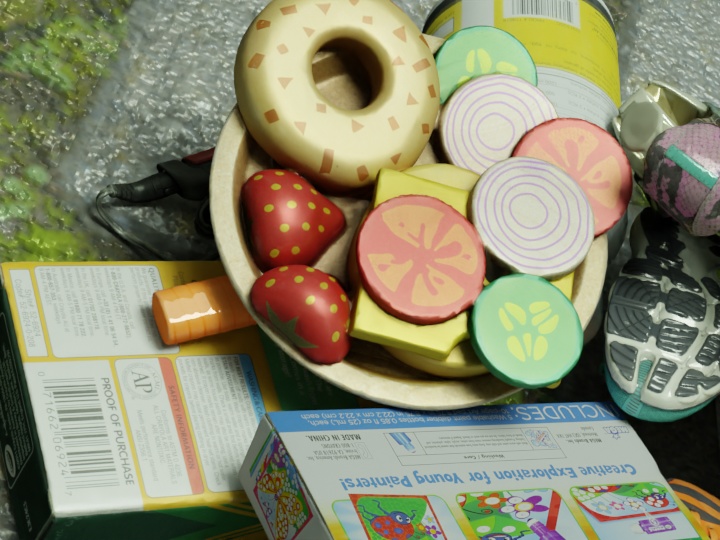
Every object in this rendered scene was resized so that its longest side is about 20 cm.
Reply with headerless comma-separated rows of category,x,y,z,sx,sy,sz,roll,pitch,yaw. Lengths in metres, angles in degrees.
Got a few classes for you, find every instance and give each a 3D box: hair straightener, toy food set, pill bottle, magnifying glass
hair straightener,-0.032,-0.048,0.921,0.198,0.041,0.077,-14,48,-5
toy food set,0.029,-0.032,0.855,0.197,0.049,0.201,14,62,-10
pill bottle,0.086,-0.057,0.996,0.111,0.112,0.201,17,52,-18
magnifying glass,0.000,0.000,0.869,0.199,0.022,0.080,-14,71,-20

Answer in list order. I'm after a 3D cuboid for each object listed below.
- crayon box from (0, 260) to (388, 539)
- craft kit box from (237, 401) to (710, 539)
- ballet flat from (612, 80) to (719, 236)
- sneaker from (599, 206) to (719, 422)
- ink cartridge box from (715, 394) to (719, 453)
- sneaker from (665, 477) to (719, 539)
crayon box,-0.068,0.061,0.863,0.199,0.052,0.126,-1,58,-29
craft kit box,0.074,0.139,0.786,0.199,0.049,0.198,2,37,-33
ballet flat,0.160,-0.060,0.932,0.071,0.069,0.200,39,9,-1
sneaker,0.158,0.036,0.956,0.077,0.080,0.200,22,22,6
ink cartridge box,0.262,0.053,1.048,0.115,0.068,0.201,18,50,-18
sneaker,0.176,0.163,0.881,0.111,0.078,0.200,27,8,-1
